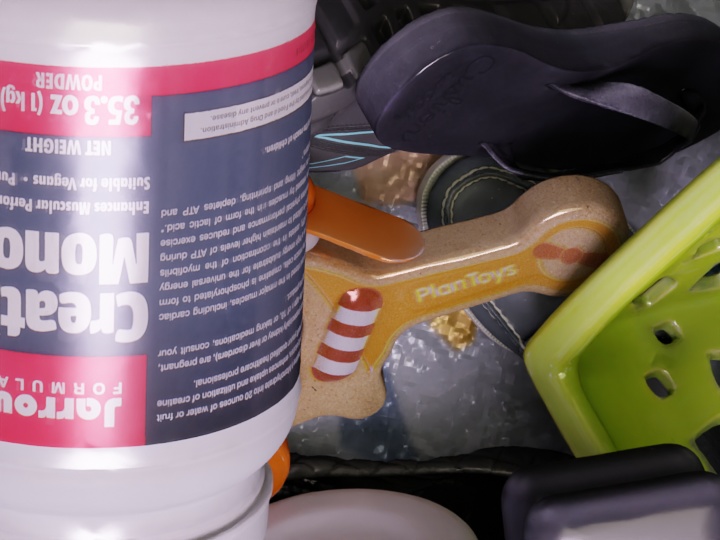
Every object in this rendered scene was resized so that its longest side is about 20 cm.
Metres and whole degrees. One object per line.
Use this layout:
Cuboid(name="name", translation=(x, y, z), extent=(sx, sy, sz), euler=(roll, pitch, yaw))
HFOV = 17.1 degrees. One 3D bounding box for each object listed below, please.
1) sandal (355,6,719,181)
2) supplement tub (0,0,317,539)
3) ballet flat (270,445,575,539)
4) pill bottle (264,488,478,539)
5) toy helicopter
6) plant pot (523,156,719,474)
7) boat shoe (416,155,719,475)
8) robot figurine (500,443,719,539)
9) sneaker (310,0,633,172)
Cuboid(name="sandal", translation=(0.078, -0.057, 0.894), extent=(0.199, 0.076, 0.043), euler=(-4, 54, -44))
Cuboid(name="supplement tub", translation=(-0.086, -0.010, 0.769), extent=(0.139, 0.140, 0.202), euler=(-1, 110, -11))
Cuboid(name="ballet flat", translation=(0.023, 0.105, 0.943), extent=(0.198, 0.057, 0.067), euler=(1, 95, -11))
Cuboid(name="pill bottle", translation=(0.000, 0.193, 0.887), extent=(0.112, 0.113, 0.202), euler=(-12, 112, -9))
Cuboid(name="toy helicopter", translation=(0.000, 0.000, 0.877), extent=(0.198, 0.079, 0.133), euler=(-16, 131, 1))
Cuboid(name="plant pot", translation=(0.213, 0.037, 0.860), extent=(0.181, 0.199, 0.201), euler=(-23, 74, -42))
Cuboid(name="boat shoe", translation=(0.103, 0.028, 0.946), extent=(0.073, 0.062, 0.200), euler=(-44, 102, -1))
Cuboid(name="robot figurine", translation=(0.093, 0.164, 0.802), extent=(0.124, 0.150, 0.202), euler=(-1, 102, 33))
Cuboid(name="sneaker", translation=(0.014, -0.087, 0.913), extent=(0.199, 0.079, 0.076), euler=(-16, 65, -29))
